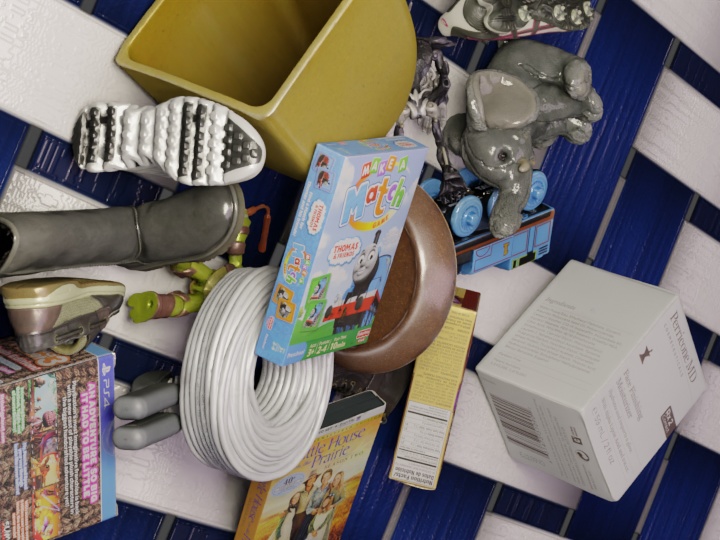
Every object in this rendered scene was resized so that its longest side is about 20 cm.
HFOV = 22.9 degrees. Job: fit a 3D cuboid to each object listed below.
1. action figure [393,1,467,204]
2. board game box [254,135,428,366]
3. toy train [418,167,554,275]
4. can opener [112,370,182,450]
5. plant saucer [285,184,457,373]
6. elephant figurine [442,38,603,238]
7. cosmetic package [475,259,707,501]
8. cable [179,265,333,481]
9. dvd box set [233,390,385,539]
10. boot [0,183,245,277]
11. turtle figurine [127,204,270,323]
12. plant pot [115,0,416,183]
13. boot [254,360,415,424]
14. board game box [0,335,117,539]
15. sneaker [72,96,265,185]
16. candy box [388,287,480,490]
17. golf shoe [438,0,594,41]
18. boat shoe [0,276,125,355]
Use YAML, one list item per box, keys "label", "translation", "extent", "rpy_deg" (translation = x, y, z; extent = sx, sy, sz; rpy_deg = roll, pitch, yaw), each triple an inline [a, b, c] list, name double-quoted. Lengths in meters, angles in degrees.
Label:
- label: "action figure"
  translation: [0.045, -0.164, 1.790]
  extent: [0.118, 0.102, 0.201]
  rpy_deg: [-3, 67, -17]
- label: "board game box"
  translation: [-0.016, -0.020, 1.607]
  extent: [0.151, 0.036, 0.201]
  rpy_deg: [-13, 123, -58]
- label: "toy train"
  translation: [0.130, -0.051, 1.933]
  extent: [0.199, 0.086, 0.115]
  rpy_deg: [-22, 125, -40]
- label: "can opener"
  translation: [-0.190, 0.127, 1.610]
  extent: [0.200, 0.066, 0.053]
  rpy_deg: [-25, 115, -82]
- label: "plant saucer"
  translation: [0.000, 0.000, 1.727]
  extent: [0.034, 0.199, 0.202]
  rpy_deg: [1, 104, -57]
- label: "elephant figurine"
  translation: [0.150, -0.152, 1.865]
  extent: [0.200, 0.155, 0.142]
  rpy_deg: [-36, 128, -30]
- label: "cosmetic package"
  translation: [0.273, 0.126, 2.082]
  extent: [0.200, 0.164, 0.165]
  rpy_deg: [-46, 133, -24]
- label: "cable"
  translation: [-0.095, 0.095, 1.654]
  extent: [0.200, 0.069, 0.202]
  rpy_deg: [-21, 115, -57]
- label: "dvd box set"
  translation: [-0.057, 0.224, 1.831]
  extent: [0.146, 0.029, 0.201]
  rpy_deg: [-16, 135, -42]
- label: "boot"
  translation: [-0.223, -0.036, 1.523]
  extent: [0.199, 0.181, 0.073]
  rpy_deg: [7, 64, -47]
- label: "turtle figurine"
  translation: [-0.144, 0.029, 1.690]
  extent: [0.161, 0.064, 0.201]
  rpy_deg: [11, 96, -47]
- label: "plant pot"
  translation: [-0.060, -0.181, 1.616]
  extent: [0.195, 0.195, 0.200]
  rpy_deg: [-56, 142, -15]
- label: "boot"
  translation: [-0.017, 0.117, 1.853]
  extent: [0.201, 0.069, 0.174]
  rpy_deg: [-59, 138, -12]
- label: "board game box"
  translation: [-0.318, 0.154, 1.533]
  extent: [0.199, 0.097, 0.161]
  rpy_deg: [-15, 115, -42]
- label: "sneaker"
  translation: [-0.155, -0.110, 1.537]
  extent: [0.081, 0.199, 0.076]
  rpy_deg: [12, 88, -55]
- label: "candy box"
  translation: [0.082, 0.123, 1.922]
  extent: [0.117, 0.056, 0.201]
  rpy_deg: [-56, 160, -79]
- label: "golf shoe"
  translation: [0.166, -0.279, 1.859]
  extent: [0.199, 0.088, 0.078]
  rpy_deg: [-10, 87, -45]
- label: "boat shoe"
  translation: [-0.256, 0.039, 1.526]
  extent: [0.201, 0.071, 0.067]
  rpy_deg: [0, 92, -80]
